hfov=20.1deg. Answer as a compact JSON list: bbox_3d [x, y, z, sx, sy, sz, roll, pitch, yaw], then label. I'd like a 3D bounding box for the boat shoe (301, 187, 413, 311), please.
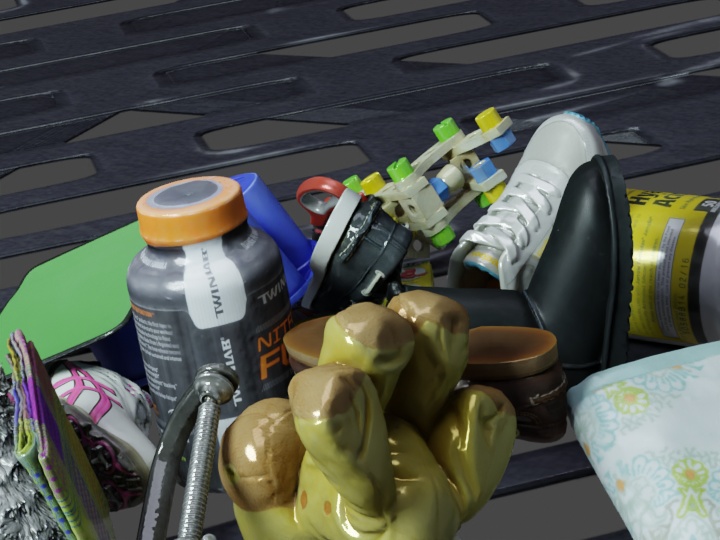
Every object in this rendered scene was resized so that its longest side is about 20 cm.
[{"bbox_3d":[0.000,0.000,1.436,0.060,0.076,0.200,28,-8,4],"label":"boat shoe"}]

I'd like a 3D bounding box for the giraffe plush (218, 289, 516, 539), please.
[{"bbox_3d":[-0.013,0.123,1.215,0.162,0.200,0.172,-11,3,42],"label":"giraffe plush"}]

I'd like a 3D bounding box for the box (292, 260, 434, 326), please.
[{"bbox_3d":[0.000,0.047,1.527,0.117,0.048,0.200,-6,24,4],"label":"box"}]

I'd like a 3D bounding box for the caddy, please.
[{"bbox_3d":[-0.123,0.016,1.542,0.200,0.105,0.141,-25,21,17],"label":"caddy"}]

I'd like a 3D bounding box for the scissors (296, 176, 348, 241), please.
[{"bbox_3d":[-0.032,-0.038,1.544,0.073,0.014,0.200,27,-14,-14],"label":"scissors"}]

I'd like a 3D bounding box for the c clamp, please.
[{"bbox_3d":[-0.101,0.132,1.198,0.027,0.171,0.200,18,42,-14],"label":"c clamp"}]

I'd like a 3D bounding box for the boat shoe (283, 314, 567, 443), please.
[{"bbox_3d":[0.039,0.072,1.297,0.200,0.070,0.070,7,31,35],"label":"boat shoe"}]

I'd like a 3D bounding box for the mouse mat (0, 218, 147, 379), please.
[{"bbox_3d":[-0.212,0.020,1.496,0.161,0.008,0.200,-22,22,22],"label":"mouse mat"}]

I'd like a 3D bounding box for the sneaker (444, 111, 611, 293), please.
[{"bbox_3d":[0.116,-0.020,1.445,0.076,0.200,0.081,22,1,36],"label":"sneaker"}]

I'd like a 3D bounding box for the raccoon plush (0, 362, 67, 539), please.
[{"bbox_3d":[-0.215,0.134,1.262,0.097,0.134,0.200,-24,27,-38],"label":"raccoon plush"}]

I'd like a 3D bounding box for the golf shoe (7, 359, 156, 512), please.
[{"bbox_3d":[-0.179,0.102,1.409,0.092,0.073,0.200,-23,27,-26],"label":"golf shoe"}]

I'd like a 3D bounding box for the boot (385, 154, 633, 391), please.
[{"bbox_3d":[0.098,0.022,1.371,0.162,0.199,0.073,-2,19,-4],"label":"boot"}]

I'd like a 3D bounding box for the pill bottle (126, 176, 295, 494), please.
[{"bbox_3d":[-0.097,0.040,1.364,0.106,0.200,0.106,-9,22,4],"label":"pill bottle"}]

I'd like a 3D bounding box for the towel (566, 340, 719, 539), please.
[{"bbox_3d":[0.244,0.109,1.233,0.200,0.048,0.171,-15,40,-10],"label":"towel"}]

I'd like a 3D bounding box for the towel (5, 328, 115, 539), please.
[{"bbox_3d":[-0.179,0.129,1.232,0.023,0.144,0.200,-22,23,-4],"label":"towel"}]

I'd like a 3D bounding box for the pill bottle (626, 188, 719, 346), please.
[{"bbox_3d":[0.196,-0.005,1.506,0.200,0.111,0.111,7,26,32],"label":"pill bottle"}]

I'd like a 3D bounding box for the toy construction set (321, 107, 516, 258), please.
[{"bbox_3d":[0.041,-0.057,1.596,0.131,0.092,0.200,-39,-2,-20],"label":"toy construction set"}]
